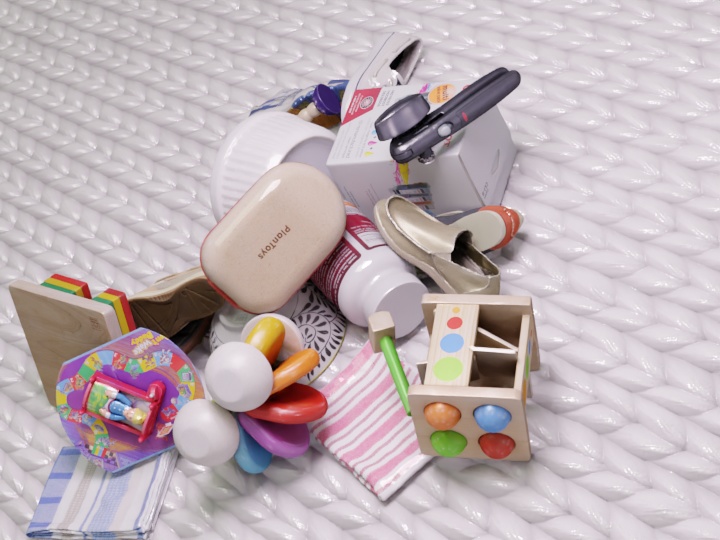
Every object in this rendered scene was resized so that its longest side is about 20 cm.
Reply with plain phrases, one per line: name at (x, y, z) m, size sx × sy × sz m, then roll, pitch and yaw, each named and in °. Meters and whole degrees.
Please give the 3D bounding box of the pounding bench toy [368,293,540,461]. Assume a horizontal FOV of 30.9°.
pounding bench toy at (0.093, 0.126, 1.466) m, size 0.199 × 0.124 × 0.156 m, roll 1°, pitch 51°, yaw 15°

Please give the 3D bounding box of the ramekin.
ramekin at (-0.096, -0.113, 1.779) m, size 0.105 × 0.200 × 0.200 m, roll 15°, pitch 60°, yaw 44°

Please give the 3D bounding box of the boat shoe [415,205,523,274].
boat shoe at (0.117, -0.043, 1.689) m, size 0.199 × 0.071 × 0.062 m, roll -15°, pitch 6°, yaw 38°

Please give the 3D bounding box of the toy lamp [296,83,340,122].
toy lamp at (-0.117, -0.203, 1.957) m, size 0.200 × 0.058 × 0.058 m, roll -32°, pitch 38°, yaw 31°

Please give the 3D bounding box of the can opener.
can opener at (0.116, -0.196, 1.623) m, size 0.199 × 0.079 × 0.063 m, roll -28°, pitch 35°, yaw -10°

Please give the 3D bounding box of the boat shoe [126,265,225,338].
boat shoe at (-0.246, 0.038, 1.731) m, size 0.199 × 0.072 × 0.065 m, roll -22°, pitch 21°, yaw 33°

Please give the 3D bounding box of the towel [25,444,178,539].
towel at (-0.334, 0.283, 1.691) m, size 0.199 × 0.024 × 0.147 m, roll -7°, pitch 47°, yaw 27°

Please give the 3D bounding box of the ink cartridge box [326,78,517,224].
ink cartridge box at (0.086, -0.153, 1.749) m, size 0.199 × 0.145 × 0.146 m, roll -1°, pitch 51°, yaw 28°

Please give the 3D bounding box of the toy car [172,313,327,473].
toy car at (-0.118, 0.160, 1.567) m, size 0.200 × 0.150 × 0.175 m, roll -58°, pitch -6°, yaw 23°

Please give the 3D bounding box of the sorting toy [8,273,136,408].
sorting toy at (-0.361, 0.106, 1.759) m, size 0.199 × 0.200 × 0.070 m, roll 12°, pitch 36°, yaw 37°

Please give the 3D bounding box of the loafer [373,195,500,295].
loafer at (0.103, -0.031, 1.618) m, size 0.200 × 0.068 × 0.076 m, roll 42°, pitch 37°, yaw 12°

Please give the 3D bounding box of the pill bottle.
pill bottle at (0.000, 0.000, 1.679) m, size 0.113 × 0.113 × 0.200 m, roll -39°, pitch 45°, yaw -6°

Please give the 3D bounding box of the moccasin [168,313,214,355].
moccasin at (-0.223, 0.056, 1.802) m, size 0.073 × 0.078 × 0.202 m, roll 21°, pitch 69°, yaw 25°

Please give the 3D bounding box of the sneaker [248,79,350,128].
sneaker at (-0.093, -0.259, 2.011) m, size 0.199 × 0.075 × 0.088 m, roll -20°, pitch 42°, yaw 15°

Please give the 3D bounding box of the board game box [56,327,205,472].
board game box at (-0.297, 0.169, 1.642) m, size 0.199 × 0.159 × 0.039 m, roll -24°, pitch 7°, yaw 13°

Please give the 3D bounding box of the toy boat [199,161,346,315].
toy boat at (-0.110, -0.045, 1.643) m, size 0.200 × 0.130 × 0.131 m, roll -47°, pitch 12°, yaw -5°

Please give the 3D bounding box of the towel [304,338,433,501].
towel at (0.022, 0.175, 1.567) m, size 0.146 × 0.030 × 0.200 m, roll -43°, pitch 43°, yaw -10°

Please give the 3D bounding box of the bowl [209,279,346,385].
bowl at (-0.128, 0.067, 1.714) m, size 0.200 × 0.094 × 0.201 m, roll -18°, pitch 43°, yaw 17°

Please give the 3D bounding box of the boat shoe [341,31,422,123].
boat shoe at (0.036, -0.281, 1.961) m, size 0.065 × 0.072 × 0.200 m, roll 7°, pitch 51°, yaw 33°
